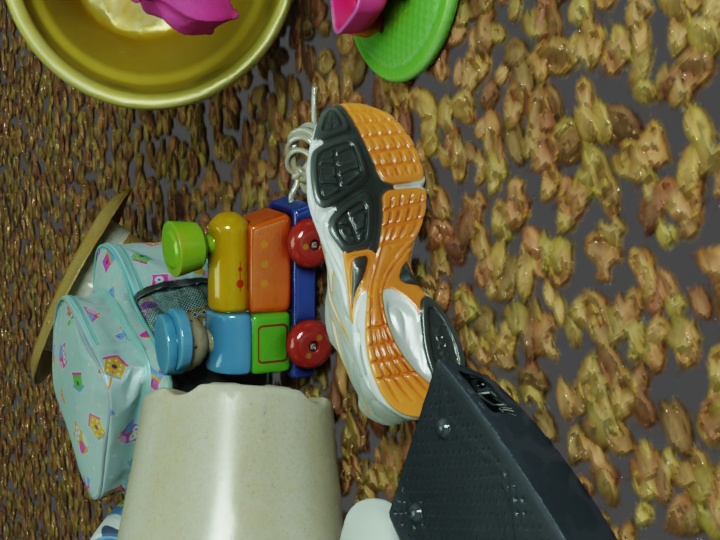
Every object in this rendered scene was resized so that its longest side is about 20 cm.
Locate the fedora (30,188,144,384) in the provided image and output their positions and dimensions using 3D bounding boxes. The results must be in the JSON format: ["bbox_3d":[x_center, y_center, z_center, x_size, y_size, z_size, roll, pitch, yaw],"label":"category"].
[{"bbox_3d":[-0.223,0.027,1.284,0.202,0.081,0.201,-63,4,7],"label":"fedora"}]

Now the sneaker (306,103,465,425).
[{"bbox_3d":[0.000,0.000,0.870,0.092,0.075,0.202,136,127,-63],"label":"sneaker"}]

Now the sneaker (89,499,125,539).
[{"bbox_3d":[-0.137,0.255,1.134,0.200,0.082,0.074,39,144,29],"label":"sneaker"}]

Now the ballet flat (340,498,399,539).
[{"bbox_3d":[0.017,0.240,0.865,0.069,0.069,0.202,-24,74,63],"label":"ballet flat"}]

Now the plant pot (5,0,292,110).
[{"bbox_3d":[-0.155,-0.225,1.039,0.189,0.199,0.203,-133,43,-74],"label":"plant pot"}]

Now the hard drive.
[{"bbox_3d":[0.081,0.155,0.753,0.200,0.042,0.136,57,142,45],"label":"hard drive"}]

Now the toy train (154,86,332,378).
[{"bbox_3d":[-0.085,-0.025,0.988,0.085,0.115,0.202,21,112,61],"label":"toy train"}]

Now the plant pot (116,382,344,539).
[{"bbox_3d":[-0.085,0.177,0.967,0.200,0.199,0.185,152,123,-62],"label":"plant pot"}]

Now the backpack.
[{"bbox_3d":[-0.164,0.074,1.137,0.201,0.152,0.177,-113,25,-46],"label":"backpack"}]

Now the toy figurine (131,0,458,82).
[{"bbox_3d":[-0.060,-0.208,0.832,0.150,0.183,0.202,-41,56,59],"label":"toy figurine"}]
